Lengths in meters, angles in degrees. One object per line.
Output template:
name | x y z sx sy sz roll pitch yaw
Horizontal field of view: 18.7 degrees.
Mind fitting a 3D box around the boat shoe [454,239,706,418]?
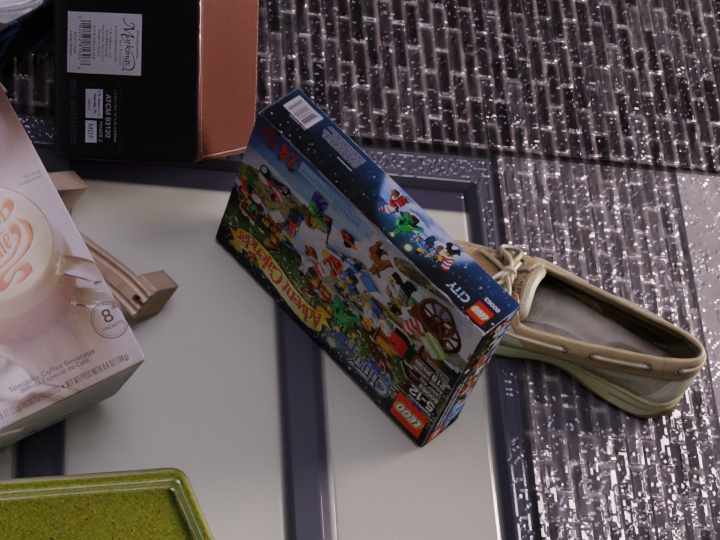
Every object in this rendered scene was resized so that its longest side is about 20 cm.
boat shoe | 0.130 0.027 1.440 0.200 0.063 0.073 29 54 4

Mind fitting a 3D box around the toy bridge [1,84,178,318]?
toy bridge | -0.201 -0.049 1.390 0.200 0.027 0.067 48 21 12

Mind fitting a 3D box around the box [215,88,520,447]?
box | 0.000 0.000 1.375 0.200 0.137 0.038 45 55 15

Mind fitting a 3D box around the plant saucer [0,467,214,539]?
plant saucer | -0.143 0.186 1.219 0.199 0.048 0.200 0 49 -37

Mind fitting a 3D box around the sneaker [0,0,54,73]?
sneaker | -0.237 -0.186 1.469 0.200 0.076 0.077 -32 68 -36

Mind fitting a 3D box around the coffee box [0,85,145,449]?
coffee box | -0.229 -0.001 1.298 0.114 0.080 0.201 -26 82 -27

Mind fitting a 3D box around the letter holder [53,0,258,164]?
letter holder | -0.130 -0.177 1.436 0.100 0.201 0.142 3 8 14
